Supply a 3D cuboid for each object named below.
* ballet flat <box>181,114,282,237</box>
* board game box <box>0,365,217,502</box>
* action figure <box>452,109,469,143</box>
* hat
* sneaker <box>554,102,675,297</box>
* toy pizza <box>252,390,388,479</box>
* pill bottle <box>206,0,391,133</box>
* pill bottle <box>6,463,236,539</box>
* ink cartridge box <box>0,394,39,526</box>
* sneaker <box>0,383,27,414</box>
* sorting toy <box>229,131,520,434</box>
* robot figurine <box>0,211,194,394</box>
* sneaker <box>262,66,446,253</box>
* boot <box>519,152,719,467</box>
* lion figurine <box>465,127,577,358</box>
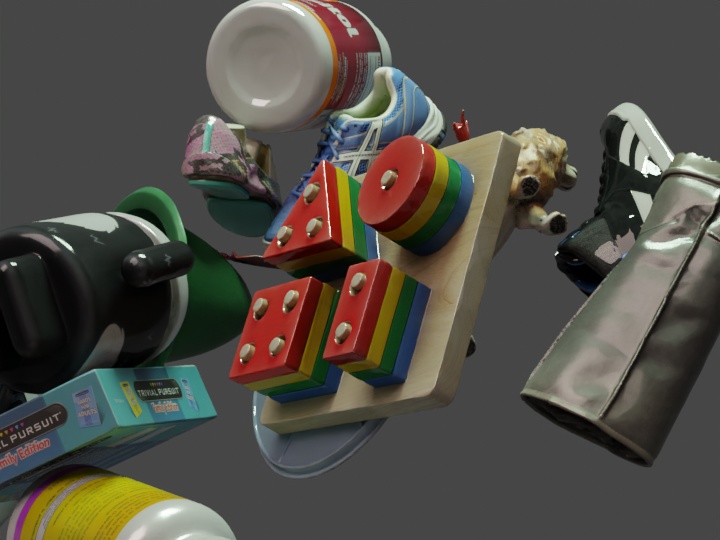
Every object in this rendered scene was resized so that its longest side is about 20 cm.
[{"bbox_3d":[-0.102,-0.082,1.679,0.069,0.200,0.071,6,79,10],"label":"ballet flat"},{"bbox_3d":[-0.211,0.121,1.495,0.151,0.047,0.200,-26,-9,13],"label":"board game box"},{"bbox_3d":[0.037,-0.049,1.570,0.065,0.099,0.200,10,48,40],"label":"action figure"},{"bbox_3d":[-0.104,0.026,1.662,0.200,0.176,0.166,25,105,57],"label":"hat"},{"bbox_3d":[0.179,-0.045,1.444,0.112,0.073,0.200,-30,31,2],"label":"sneaker"},{"bbox_3d":[-0.007,0.060,1.468,0.200,0.032,0.201,-37,37,34],"label":"toy pizza"},{"bbox_3d":[-0.045,-0.178,1.757,0.113,0.113,0.200,-21,-1,21],"label":"pill bottle"},{"bbox_3d":[-0.150,0.198,1.375,0.104,0.104,0.200,-47,32,-24],"label":"pill bottle"},{"bbox_3d":[-0.322,0.138,1.655,0.146,0.083,0.200,4,47,48],"label":"ink cartridge box"},{"bbox_3d":[-0.345,0.131,1.535,0.199,0.082,0.073,-20,64,6],"label":"sneaker"},{"bbox_3d":[0.000,0.000,1.407,0.200,0.070,0.199,-15,52,52],"label":"sorting toy"},{"bbox_3d":[-0.211,0.020,1.482,0.150,0.125,0.200,23,17,23],"label":"robot figurine"},{"bbox_3d":[-0.017,-0.088,1.700,0.200,0.077,0.076,-48,34,-20],"label":"sneaker"},{"bbox_3d":[0.221,0.034,1.287,0.181,0.073,0.200,18,62,32],"label":"boot"},{"bbox_3d":[0.088,-0.023,1.501,0.200,0.072,0.122,-46,20,-3],"label":"lion figurine"}]
